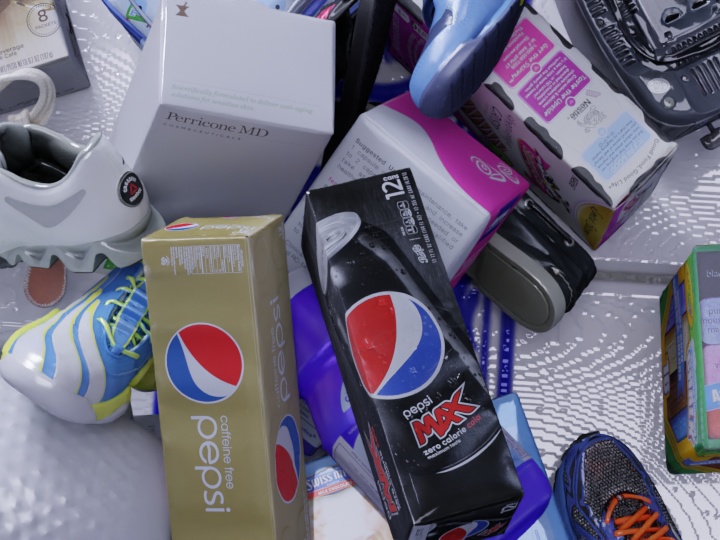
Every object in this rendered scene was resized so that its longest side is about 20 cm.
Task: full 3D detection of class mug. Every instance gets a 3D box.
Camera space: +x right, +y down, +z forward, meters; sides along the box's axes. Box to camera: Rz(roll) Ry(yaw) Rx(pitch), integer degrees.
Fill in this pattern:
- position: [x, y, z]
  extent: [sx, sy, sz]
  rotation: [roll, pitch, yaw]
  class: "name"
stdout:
- position: [-0.198, 0.118, 1.128]
  extent: [0.174, 0.148, 0.201]
  rotation: [9, 48, -8]
  class: "mug"

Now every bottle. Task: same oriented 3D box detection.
- position: [0.018, 0.083, 1.097]
  extent: [0.083, 0.065, 0.200]
  rotation: [-39, 74, -14]
  class: "bottle"

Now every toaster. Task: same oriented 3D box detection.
- position: [0.189, -0.174, 1.235]
  extent: [0.113, 0.129, 0.201]
  rotation: [-28, 81, -4]
  class: "toaster"

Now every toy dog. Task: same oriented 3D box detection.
- position: [-0.244, -0.023, 1.230]
  extent: [0.199, 0.132, 0.096]
  rotation: [-34, 43, 3]
  class: "toy dog"

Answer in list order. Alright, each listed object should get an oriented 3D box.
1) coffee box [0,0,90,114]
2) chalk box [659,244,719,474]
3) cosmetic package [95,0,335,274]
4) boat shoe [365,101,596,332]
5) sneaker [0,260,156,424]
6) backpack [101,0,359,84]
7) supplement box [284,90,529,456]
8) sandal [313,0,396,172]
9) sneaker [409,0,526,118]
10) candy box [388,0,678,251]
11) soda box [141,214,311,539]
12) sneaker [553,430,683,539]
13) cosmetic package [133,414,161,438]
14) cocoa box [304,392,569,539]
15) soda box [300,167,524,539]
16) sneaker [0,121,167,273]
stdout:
- position: [-0.266, -0.209, 1.280]
  extent: [0.112, 0.080, 0.201]
  rotation: [-18, 80, 0]
  class: "coffee box"
- position: [0.256, 0.053, 1.157]
  extent: [0.124, 0.200, 0.125]
  rotation: [-2, 80, 2]
  class: "chalk box"
- position: [-0.092, -0.073, 1.152]
  extent: [0.107, 0.200, 0.085]
  rotation: [8, 60, -15]
  class: "cosmetic package"
- position: [0.076, -0.048, 1.249]
  extent: [0.066, 0.075, 0.199]
  rotation: [-35, 64, -29]
  class: "boat shoe"
- position: [-0.139, 0.022, 1.099]
  extent: [0.075, 0.200, 0.105]
  rotation: [31, 101, 6]
  class: "sneaker"
- position: [-0.085, -0.200, 1.244]
  extent: [0.190, 0.154, 0.200]
  rotation: [42, 86, 18]
  class: "backpack"
- position: [0.000, 0.000, 1.183]
  extent: [0.103, 0.101, 0.200]
  rotation: [38, 114, 8]
  class: "supplement box"
- position: [-0.013, -0.127, 1.174]
  extent: [0.045, 0.200, 0.075]
  rotation: [21, 53, 4]
  class: "sandal"
- position: [0.064, -0.182, 1.134]
  extent: [0.082, 0.074, 0.201]
  rotation: [22, 71, 4]
  class: "sneaker"
- position: [0.105, -0.112, 1.223]
  extent: [0.200, 0.136, 0.061]
  rotation: [44, 84, 9]
  class: "candy box"
- position: [-0.073, 0.072, 1.064]
  extent: [0.064, 0.068, 0.201]
  rotation: [-1, 102, 15]
  class: "soda box"
- position: [0.188, 0.190, 1.189]
  extent: [0.075, 0.078, 0.201]
  rotation: [-23, 82, -23]
  class: "sneaker"
- position: [-0.203, 0.148, 1.220]
  extent: [0.199, 0.074, 0.102]
  rotation: [-4, 79, 0]
  class: "cosmetic package"
- position: [0.024, 0.172, 1.178]
  extent: [0.199, 0.131, 0.134]
  rotation: [-19, 80, -2]
  class: "cocoa box"
- position: [0.024, 0.049, 1.037]
  extent: [0.063, 0.071, 0.201]
  rotation: [-14, 66, -11]
  class: "soda box"
- position: [-0.212, -0.048, 1.118]
  extent: [0.199, 0.089, 0.074]
  rotation: [-5, 34, 27]
  class: "sneaker"
